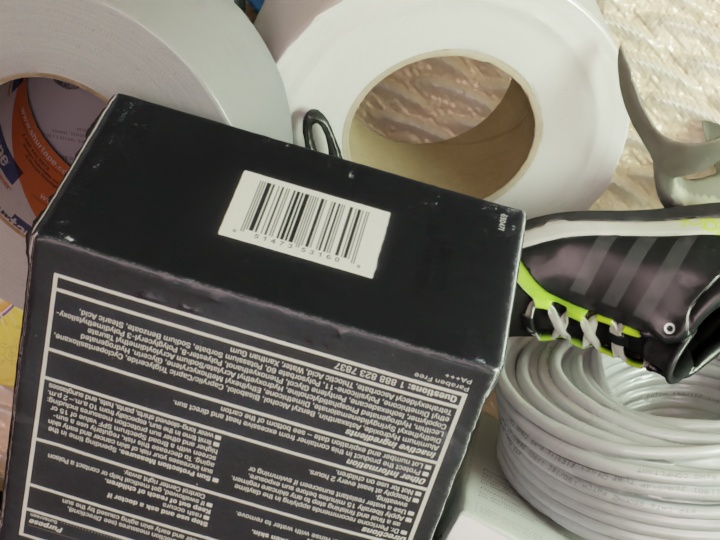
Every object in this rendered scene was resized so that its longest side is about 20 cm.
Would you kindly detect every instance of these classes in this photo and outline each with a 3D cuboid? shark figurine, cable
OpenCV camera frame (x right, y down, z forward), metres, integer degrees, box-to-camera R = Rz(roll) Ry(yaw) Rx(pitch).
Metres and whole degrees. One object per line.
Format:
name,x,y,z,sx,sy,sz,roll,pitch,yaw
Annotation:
shark figurine,0.201,-0.058,0.865,0.128,0.214,0.090,-54,47,40
cable,0.169,0.080,0.843,0.200,0.200,0.069,20,120,34

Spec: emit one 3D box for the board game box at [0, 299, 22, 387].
board game box,-0.213,-0.008,0.960,0.200,0.040,0.153,11,100,6

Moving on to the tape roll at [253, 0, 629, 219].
tape roll,0.039,-0.091,0.848,0.202,0.071,0.203,-3,130,-4

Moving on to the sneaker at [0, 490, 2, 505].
sneaker,-0.271,0.141,0.982,0.091,0.076,0.200,-27,81,-22

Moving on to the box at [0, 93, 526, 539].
box,-0.050,0.051,0.735,0.200,0.123,0.198,17,128,0

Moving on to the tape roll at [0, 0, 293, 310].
tape roll,-0.137,-0.067,0.800,0.200,0.066,0.200,11,127,15

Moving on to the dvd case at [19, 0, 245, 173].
dvd case,-0.134,-0.098,0.837,0.150,0.025,0.200,11,127,11

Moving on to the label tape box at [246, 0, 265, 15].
label tape box,0.013,-0.216,0.883,0.200,0.066,0.143,-38,92,11

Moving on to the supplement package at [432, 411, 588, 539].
supplement package,0.082,0.174,0.865,0.117,0.200,0.117,28,102,2

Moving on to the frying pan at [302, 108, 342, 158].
frying pan,-0.013,0.011,0.855,0.115,0.031,0.190,-37,115,8

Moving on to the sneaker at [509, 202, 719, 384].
sneaker,0.139,0.017,0.805,0.200,0.072,0.083,-10,56,12
